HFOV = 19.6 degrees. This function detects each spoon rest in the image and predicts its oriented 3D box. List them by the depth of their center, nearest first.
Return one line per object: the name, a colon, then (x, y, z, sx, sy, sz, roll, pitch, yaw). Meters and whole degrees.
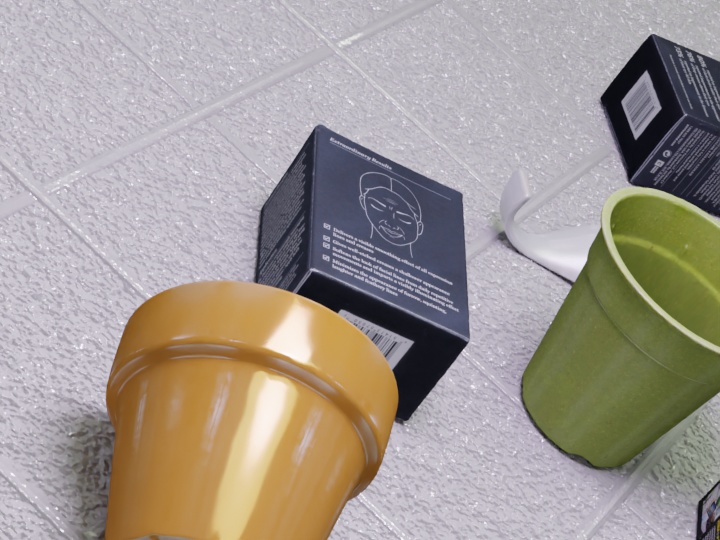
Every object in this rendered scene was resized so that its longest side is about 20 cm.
spoon rest: (0.204, -0.024, 1.999, 0.200, 0.061, 0.100, 32, 32, -32)

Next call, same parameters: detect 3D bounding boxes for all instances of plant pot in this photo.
plant pot: (-0.089, 0.140, 1.405, 0.200, 0.200, 0.184, 27, 49, -14)
plant pot: (0.237, 0.064, 1.783, 0.200, 0.190, 0.200, 24, 35, -19)

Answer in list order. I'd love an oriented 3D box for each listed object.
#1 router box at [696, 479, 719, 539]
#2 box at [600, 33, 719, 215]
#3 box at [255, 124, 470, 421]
router box: (0.336, 0.220, 1.720, 0.051, 0.149, 0.200, 30, 34, -8)
box: (0.381, -0.148, 2.258, 0.200, 0.104, 0.148, 19, 36, -26)
box: (0.000, 0.000, 1.718, 0.148, 0.107, 0.200, 25, 36, -17)
